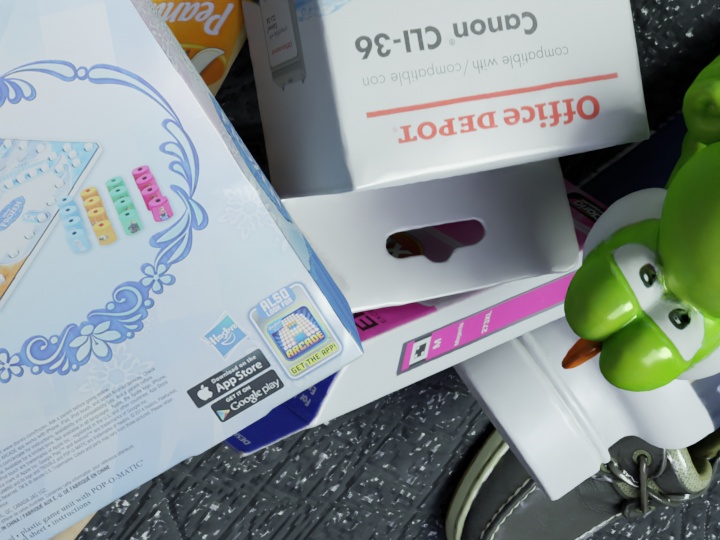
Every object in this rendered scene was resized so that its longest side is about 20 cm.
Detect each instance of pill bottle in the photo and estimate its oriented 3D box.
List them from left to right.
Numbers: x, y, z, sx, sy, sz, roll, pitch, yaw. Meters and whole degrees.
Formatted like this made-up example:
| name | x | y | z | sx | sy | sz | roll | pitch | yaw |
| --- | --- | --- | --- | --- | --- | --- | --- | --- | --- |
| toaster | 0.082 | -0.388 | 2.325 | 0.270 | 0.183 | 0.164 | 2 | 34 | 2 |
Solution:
| name | x | y | z | sx | sy | sz | roll | pitch | yaw |
| --- | --- | --- | --- | --- | --- | --- | --- | --- | --- |
| pill bottle | 0.132 | 0.000 | 1.128 | 0.200 | 0.111 | 0.111 | -36 | 136 | -1 |

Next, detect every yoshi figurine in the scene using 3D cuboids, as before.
| name | x | y | z | sx | sy | sz | roll | pitch | yaw |
| --- | --- | --- | --- | --- | --- | --- | --- | --- | --- |
| yoshi figurine | 0.139 | -0.019 | 0.965 | 0.200 | 0.112 | 0.112 | -38 | 146 | -57 |

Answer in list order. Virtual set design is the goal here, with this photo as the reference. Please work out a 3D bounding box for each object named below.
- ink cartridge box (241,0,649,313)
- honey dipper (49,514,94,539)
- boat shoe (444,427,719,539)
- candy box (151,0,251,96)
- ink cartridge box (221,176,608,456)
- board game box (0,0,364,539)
| name | x | y | z | sx | sy | sz | roll | pitch | yaw |
| --- | --- | --- | --- | --- | --- | --- | --- | --- | --- |
| ink cartridge box | 0.025 | -0.091 | 0.946 | 0.116 | 0.067 | 0.201 | -11 | 93 | -25 |
| honey dipper | -0.112 | 0.097 | 1.114 | 0.038 | 0.038 | 0.200 | 21 | 114 | -41 |
| boat shoe | 0.124 | 0.067 | 1.210 | 0.201 | 0.066 | 0.072 | -41 | 136 | 4 |
| candy box | -0.143 | -0.076 | 0.937 | 0.199 | 0.055 | 0.116 | 13 | 117 | -39 |
| ink cartridge box | 0.000 | 0.000 | 1.017 | 0.200 | 0.095 | 0.037 | -24 | 138 | -41 |
| board game box | -0.133 | -0.006 | 0.885 | 0.199 | 0.043 | 0.199 | -30 | 118 | 5 |
